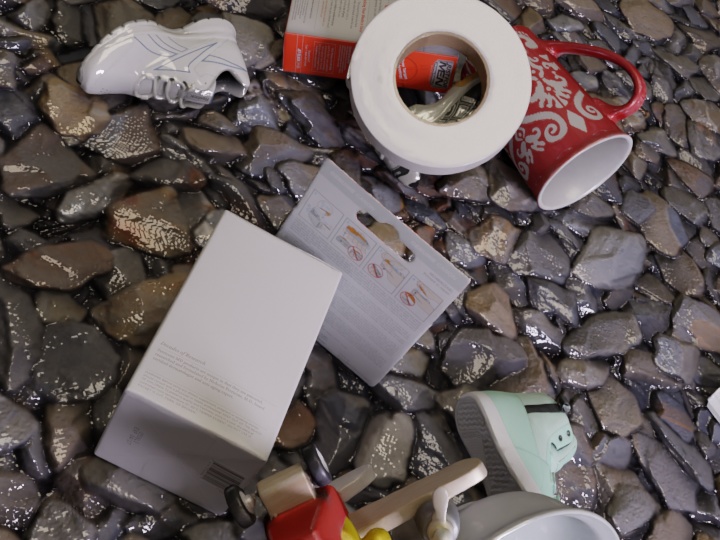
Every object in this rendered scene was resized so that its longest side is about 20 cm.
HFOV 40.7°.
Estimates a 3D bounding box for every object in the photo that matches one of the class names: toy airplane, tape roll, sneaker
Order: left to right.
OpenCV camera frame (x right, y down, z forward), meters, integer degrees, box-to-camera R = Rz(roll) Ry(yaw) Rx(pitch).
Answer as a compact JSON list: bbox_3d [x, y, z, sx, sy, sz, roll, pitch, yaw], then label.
[{"bbox_3d":[-0.197,-0.209,1.007,0.200,0.075,0.087,-21,74,-37],"label":"sneaker"},{"bbox_3d":[-0.022,0.211,0.724,0.199,0.200,0.141,-14,69,-44],"label":"toy airplane"},{"bbox_3d":[0.086,-0.206,1.065,0.202,0.037,0.204,0,82,-3],"label":"tape roll"},{"bbox_3d":[0.114,-0.164,1.118,0.200,0.076,0.088,-30,82,-6],"label":"sneaker"},{"bbox_3d":[0.177,0.200,0.913,0.118,0.074,0.201,-2,59,-32],"label":"sneaker"}]

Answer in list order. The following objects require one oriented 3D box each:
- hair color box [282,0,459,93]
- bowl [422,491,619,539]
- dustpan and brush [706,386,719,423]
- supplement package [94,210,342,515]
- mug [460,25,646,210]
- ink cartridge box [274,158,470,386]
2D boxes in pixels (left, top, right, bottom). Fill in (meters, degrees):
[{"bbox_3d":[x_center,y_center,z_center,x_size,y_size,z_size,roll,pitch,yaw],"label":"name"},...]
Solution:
[{"bbox_3d":[0.014,-0.274,1.139,0.199,0.061,0.102,8,52,-1],"label":"hair color box"},{"bbox_3d":[0.106,0.252,0.785,0.200,0.202,0.090,-1,25,-30],"label":"bowl"},{"bbox_3d":[0.514,0.158,1.140,0.200,0.057,0.140,-24,71,-39],"label":"dustpan and brush"},{"bbox_3d":[-0.114,0.074,0.810,0.119,0.121,0.200,28,49,-8],"label":"supplement package"},{"bbox_3d":[0.238,-0.202,1.194,0.177,0.134,0.200,-29,67,-8],"label":"mug"},{"bbox_3d":[0.000,0.000,0.874,0.160,0.200,0.047,40,48,3],"label":"ink cartridge box"}]
